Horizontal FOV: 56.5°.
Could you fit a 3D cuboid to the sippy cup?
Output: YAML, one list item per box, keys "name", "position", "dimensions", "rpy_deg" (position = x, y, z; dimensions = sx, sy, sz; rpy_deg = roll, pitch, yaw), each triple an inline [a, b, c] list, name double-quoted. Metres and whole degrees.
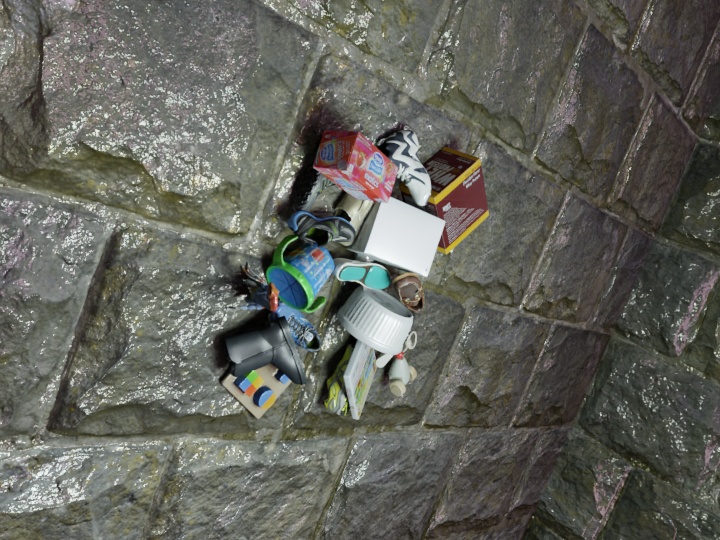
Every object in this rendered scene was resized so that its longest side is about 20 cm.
- name: "sippy cup"
  position: [-0.136, 0.004, 1.612]
  dimensions: [0.130, 0.139, 0.178]
  rpy_deg: [-45, 162, -34]

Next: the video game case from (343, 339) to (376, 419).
- name: "video game case"
  position: [0.001, 0.285, 1.895]
  dimensions: [0.201, 0.023, 0.183]
  rpy_deg: [-67, 155, -46]

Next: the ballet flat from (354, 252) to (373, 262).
- name: "ballet flat"
  position: [0.065, -0.083, 1.818]
  dimensions: [0.199, 0.069, 0.070]
  rpy_deg: [-31, 130, -27]

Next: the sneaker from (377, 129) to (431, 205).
- name: "sneaker"
  position: [0.098, -0.255, 1.717]
  dimensions: [0.129, 0.079, 0.201]
  rpy_deg: [-16, 97, -27]

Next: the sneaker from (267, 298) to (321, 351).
- name: "sneaker"
  position: [-0.155, 0.141, 1.684]
  dimensions: [0.079, 0.089, 0.200]
  rpy_deg: [-53, 137, -12]

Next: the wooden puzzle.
- name: "wooden puzzle"
  position: [-0.236, 0.268, 1.700]
  dimensions: [0.185, 0.046, 0.201]
  rpy_deg: [-48, 137, -17]

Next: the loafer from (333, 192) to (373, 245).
- name: "loafer"
  position: [-0.021, -0.158, 1.676]
  dimensions: [0.068, 0.075, 0.202]
  rpy_deg: [4, 108, -53]

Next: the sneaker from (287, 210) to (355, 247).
- name: "sneaker"
  position: [-0.087, -0.086, 1.588]
  dimensions: [0.199, 0.083, 0.071]
  rpy_deg: [7, 134, -48]

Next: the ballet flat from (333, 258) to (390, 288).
- name: "ballet flat"
  position: [0.000, 0.000, 1.729]
  dimensions: [0.199, 0.069, 0.070]
  rpy_deg: [12, 102, -47]

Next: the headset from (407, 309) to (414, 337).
- name: "headset"
  position: [0.100, 0.114, 1.938]
  dimensions: [0.123, 0.094, 0.202]
  rpy_deg: [20, 95, -16]

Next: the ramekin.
- name: "ramekin"
  position: [0.046, 0.124, 1.787]
  dimensions: [0.199, 0.200, 0.106]
  rpy_deg: [15, 110, -49]

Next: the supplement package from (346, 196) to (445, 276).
- name: "supplement package"
  position: [0.093, -0.092, 1.738]
  dimensions: [0.199, 0.111, 0.157]
  rpy_deg: [20, 88, -27]

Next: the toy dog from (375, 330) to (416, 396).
- name: "toy dog"
  position: [0.100, 0.276, 2.033]
  dimensions: [0.131, 0.096, 0.202]
  rpy_deg: [-14, 107, -51]

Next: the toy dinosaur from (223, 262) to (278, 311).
- name: "toy dinosaur"
  position: [-0.214, 0.047, 1.503]
  dimensions: [0.199, 0.181, 0.106]
  rpy_deg: [12, 101, -49]

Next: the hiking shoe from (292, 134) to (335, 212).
- name: "hiking shoe"
  position: [-0.083, -0.217, 1.580]
  dimensions: [0.100, 0.075, 0.201]
  rpy_deg: [29, 88, -46]

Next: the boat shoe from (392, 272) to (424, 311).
- name: "boat shoe"
  position: [0.137, 0.060, 1.781]
  dimensions: [0.070, 0.071, 0.200]
  rpy_deg: [-23, 161, 10]

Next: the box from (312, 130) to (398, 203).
- name: "box"
  position: [-0.007, -0.237, 1.540]
  dimensions: [0.200, 0.099, 0.096]
  rpy_deg: [29, 75, -56]

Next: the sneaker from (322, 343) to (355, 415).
- name: "sneaker"
  position: [-0.055, 0.301, 1.886]
  dimensions: [0.075, 0.076, 0.202]
  rpy_deg: [49, 52, -64]

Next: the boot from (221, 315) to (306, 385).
- name: "boot"
  position: [-0.231, 0.217, 1.614]
  dimensions: [0.167, 0.076, 0.201]
  rpy_deg: [-21, 121, -9]

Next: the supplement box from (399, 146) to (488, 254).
- name: "supplement box"
  position: [0.239, -0.198, 1.880]
  dimensions: [0.197, 0.132, 0.201]
  rpy_deg: [-41, 135, -23]
